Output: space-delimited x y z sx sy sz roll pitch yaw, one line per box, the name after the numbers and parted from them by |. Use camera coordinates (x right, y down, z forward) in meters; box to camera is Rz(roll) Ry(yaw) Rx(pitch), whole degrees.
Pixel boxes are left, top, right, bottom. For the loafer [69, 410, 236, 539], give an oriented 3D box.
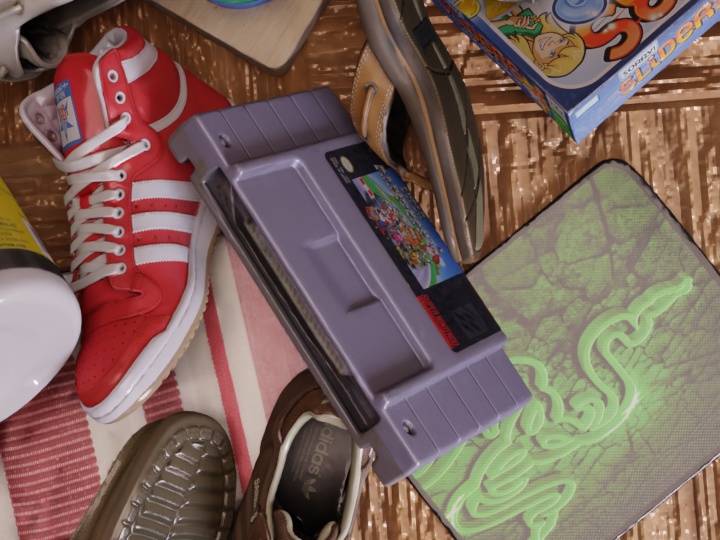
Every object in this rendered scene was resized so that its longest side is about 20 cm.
-0.126 0.161 0.918 0.067 0.076 0.201 20 87 46 | loafer

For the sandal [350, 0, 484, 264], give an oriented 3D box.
0.016 -0.097 0.941 0.054 0.082 0.201 -20 101 19 | sandal

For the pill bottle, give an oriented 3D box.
-0.225 -0.026 0.861 0.114 0.114 0.200 -35 65 -3 | pill bottle

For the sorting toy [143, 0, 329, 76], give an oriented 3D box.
-0.078 -0.242 0.966 0.198 0.070 0.201 30 85 3 | sorting toy

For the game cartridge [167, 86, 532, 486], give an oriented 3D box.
0.000 0.000 0.914 0.038 0.129 0.201 -39 80 37 | game cartridge

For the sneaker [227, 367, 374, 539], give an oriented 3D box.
-0.041 0.146 0.913 0.070 0.076 0.202 13 96 -1 | sneaker

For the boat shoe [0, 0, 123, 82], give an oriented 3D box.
-0.174 -0.129 0.931 0.199 0.072 0.066 -28 86 21 | boat shoe

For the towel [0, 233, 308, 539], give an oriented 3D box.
-0.116 0.064 0.962 0.198 0.023 0.145 -13 86 1 | towel

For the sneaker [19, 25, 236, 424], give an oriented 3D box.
-0.124 -0.031 0.893 0.112 0.071 0.201 41 46 -30 | sneaker

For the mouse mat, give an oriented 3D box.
0.110 0.059 0.967 0.200 0.008 0.161 -39 85 -2 | mouse mat

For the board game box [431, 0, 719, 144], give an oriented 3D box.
0.142 -0.179 0.952 0.200 0.034 0.135 -41 63 -3 | board game box

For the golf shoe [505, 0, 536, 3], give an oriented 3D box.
0.103 -0.228 0.924 0.200 0.077 0.088 -46 48 -13 | golf shoe
